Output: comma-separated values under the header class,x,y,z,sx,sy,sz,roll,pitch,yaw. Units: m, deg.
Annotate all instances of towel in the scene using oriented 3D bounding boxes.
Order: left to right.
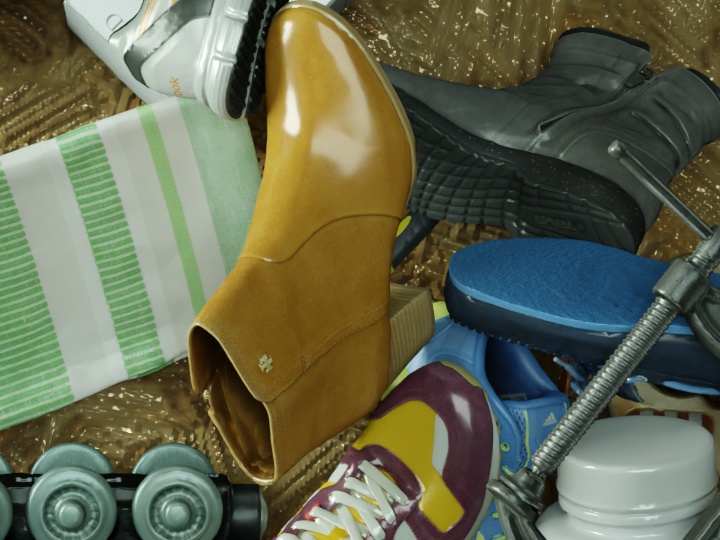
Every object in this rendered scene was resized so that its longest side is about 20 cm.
class,x,y,z,sx,sy,sz,roll,pitch,yaw
towel,-0.138,0.000,1.389,0.199,0.023,0.153,-19,123,-6

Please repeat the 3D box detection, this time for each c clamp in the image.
class,x,y,z,sx,sy,sz,roll,pitch,yaw
c clamp,0.131,0.070,1.289,0.171,0.027,0.200,35,83,-9

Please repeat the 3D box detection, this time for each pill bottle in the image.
class,x,y,z,sx,sy,sz,roll,pitch,yaw
pill bottle,0.141,0.179,1.362,0.109,0.109,0.201,-6,106,-5

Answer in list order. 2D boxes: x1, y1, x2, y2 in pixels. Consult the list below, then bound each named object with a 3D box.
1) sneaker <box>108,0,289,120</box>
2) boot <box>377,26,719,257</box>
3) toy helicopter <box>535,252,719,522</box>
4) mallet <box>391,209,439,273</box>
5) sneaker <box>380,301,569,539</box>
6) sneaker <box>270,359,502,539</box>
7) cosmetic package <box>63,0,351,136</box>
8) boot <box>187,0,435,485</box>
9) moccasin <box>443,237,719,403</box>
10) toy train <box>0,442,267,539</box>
class,x,y,z,sx,sy,sz,roll,pitch,yaw
sneaker,-0.066,-0.176,1.352,0.080,0.074,0.201,13,73,18
boot,0.080,-0.082,1.422,0.199,0.070,0.132,28,51,10
toy helicopter,0.137,0.079,1.419,0.132,0.079,0.201,31,96,-7
mallet,0.000,0.000,1.424,0.200,0.066,0.041,-53,129,-26
sneaker,0.060,0.111,1.385,0.075,0.105,0.201,-9,84,-38
sneaker,-0.002,0.135,1.343,0.075,0.090,0.201,36,112,26
cosmetic package,-0.049,-0.169,1.425,0.101,0.071,0.200,44,84,0
boot,-0.034,-0.012,1.304,0.144,0.071,0.202,-37,118,-44
moccasin,0.136,0.038,1.341,0.199,0.081,0.068,13,127,4
toy train,-0.147,0.149,1.390,0.199,0.085,0.115,0,98,-7
